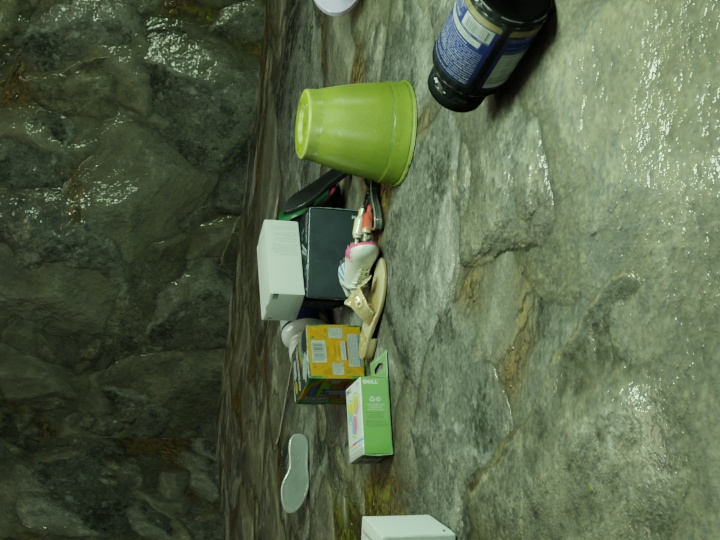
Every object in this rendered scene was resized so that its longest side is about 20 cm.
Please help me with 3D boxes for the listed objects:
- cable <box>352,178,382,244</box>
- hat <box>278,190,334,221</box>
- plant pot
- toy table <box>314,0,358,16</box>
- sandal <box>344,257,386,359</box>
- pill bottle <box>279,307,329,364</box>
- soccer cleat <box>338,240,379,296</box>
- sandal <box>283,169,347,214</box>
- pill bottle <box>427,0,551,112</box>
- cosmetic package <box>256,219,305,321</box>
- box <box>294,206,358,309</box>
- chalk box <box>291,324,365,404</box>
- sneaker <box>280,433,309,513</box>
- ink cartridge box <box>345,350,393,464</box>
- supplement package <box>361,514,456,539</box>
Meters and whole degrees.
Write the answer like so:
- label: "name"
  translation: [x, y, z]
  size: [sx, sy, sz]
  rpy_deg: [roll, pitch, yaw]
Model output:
- label: "cable"
  translation: [0.013, -0.147, 1.775]
  size: [0.097, 0.050, 0.200]
  rpy_deg: [158, 113, -69]
- label: "hat"
  translation: [-0.087, -0.102, 2.139]
  size: [0.176, 0.166, 0.200]
  rpy_deg: [60, -168, -18]
- label: "plant pot"
  translation: [-0.018, -0.263, 1.643]
  size: [0.200, 0.193, 0.201]
  rpy_deg: [-177, 90, -74]
- label: "toy table"
  translation: [-0.052, -0.678, 1.928]
  size: [0.117, 0.184, 0.200]
  rpy_deg: [86, 175, -77]
- label: "sandal"
  translation: [0.001, 0.078, 1.737]
  size: [0.078, 0.070, 0.212]
  rpy_deg: [-125, 41, -66]
- label: "pill bottle"
  translation: [-0.134, 0.129, 2.125]
  size: [0.120, 0.120, 0.200]
  rpy_deg: [110, 157, -46]
- label: "soccer cleat"
  translation: [0.000, 0.000, 1.779]
  size: [0.200, 0.070, 0.086]
  rpy_deg: [123, 140, -72]
- label: "sandal"
  translation: [-0.088, -0.174, 1.966]
  size: [0.075, 0.200, 0.045]
  rpy_deg: [12, 131, 45]
- label: "pill bottle"
  translation: [0.160, -0.301, 1.158]
  size: [0.200, 0.112, 0.112]
  rpy_deg: [122, 148, -59]
- label: "cosmetic package"
  translation: [-0.177, 0.000, 1.927]
  size: [0.113, 0.081, 0.200]
  rpy_deg: [115, 152, -53]
- label: "box"
  translation: [-0.083, -0.023, 1.969]
  size: [0.197, 0.124, 0.200]
  rpy_deg: [155, 117, -70]
- label: "chalk box"
  translation: [-0.075, 0.213, 1.893]
  size: [0.200, 0.124, 0.125]
  rpy_deg: [117, 151, -58]
- label: "sneaker"
  translation: [-0.175, 0.533, 2.297]
  size: [0.099, 0.071, 0.200]
  rpy_deg: [129, 148, -67]
- label: "ink cartridge box"
  translation: [0.014, 0.260, 1.672]
  size: [0.104, 0.059, 0.200]
  rpy_deg: [127, 143, -64]
- label: "supplement package"
  translation: [0.067, 0.484, 1.330]
  size: [0.117, 0.117, 0.200]
  rpy_deg: [177, 97, -75]
